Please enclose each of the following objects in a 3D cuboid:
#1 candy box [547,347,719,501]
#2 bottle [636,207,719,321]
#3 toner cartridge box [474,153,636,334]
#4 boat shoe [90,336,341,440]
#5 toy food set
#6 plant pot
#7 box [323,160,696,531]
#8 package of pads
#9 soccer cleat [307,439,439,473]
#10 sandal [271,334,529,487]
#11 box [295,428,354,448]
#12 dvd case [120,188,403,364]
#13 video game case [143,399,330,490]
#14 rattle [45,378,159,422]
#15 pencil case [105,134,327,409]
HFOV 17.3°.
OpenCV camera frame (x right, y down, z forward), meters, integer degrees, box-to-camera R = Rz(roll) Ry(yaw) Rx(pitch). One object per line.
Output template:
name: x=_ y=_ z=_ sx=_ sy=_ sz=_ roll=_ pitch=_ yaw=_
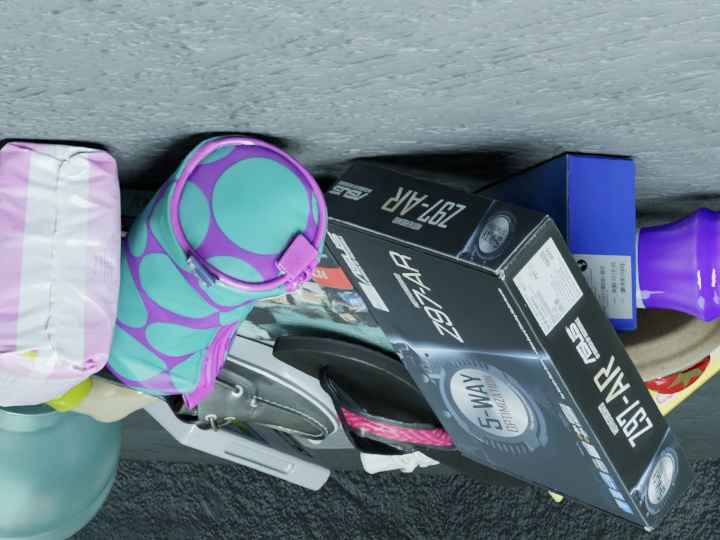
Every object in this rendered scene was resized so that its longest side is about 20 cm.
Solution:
candy box: x=0.202 y=0.078 z=1.570 sx=0.200 sy=0.026 sz=0.102 roll=-40 pitch=179 yaw=5
bottle: x=0.249 y=-0.005 z=1.366 sx=0.199 sy=0.084 sz=0.065 roll=-4 pitch=172 yaw=16
toner cartridge box: x=0.096 y=-0.002 z=1.352 sx=0.043 sy=0.096 sz=0.200 roll=5 pitch=170 yaw=-19
boat shoe: x=-0.101 y=0.068 z=1.459 sx=0.199 sy=0.057 sz=0.069 roll=25 pitch=155 yaw=-18
toy food set: x=0.140 y=0.037 z=1.514 sx=0.197 sy=0.049 sz=0.200 roll=-7 pitch=-156 yaw=-3
plant pot: x=-0.262 y=0.092 z=1.754 sx=0.199 sy=0.201 sz=0.134 roll=3 pitch=145 yaw=-20
box: x=0.076 y=0.039 z=1.266 sx=0.160 sy=0.044 sz=0.200 roll=19 pitch=149 yaw=49
package of pads: x=-0.181 y=0.007 z=1.307 sx=0.075 sy=0.121 sz=0.200 roll=7 pitch=170 yaw=-13
soccer cleat: x=0.050 y=0.104 z=1.559 sx=0.199 sy=0.087 sz=0.070 roll=14 pitch=159 yaw=30
sandal: x=0.027 y=0.097 z=1.443 sx=0.200 sy=0.045 sz=0.075 roll=35 pitch=158 yaw=-29
box: x=-0.003 y=0.084 z=1.912 sx=0.199 sy=0.106 sz=0.184 roll=-4 pitch=171 yaw=28
dvd case: x=-0.054 y=0.013 z=1.407 sx=0.145 sy=0.022 sz=0.200 roll=6 pitch=152 yaw=25
video game case: x=-0.133 y=0.077 z=1.681 sx=0.200 sy=0.022 sz=0.182 roll=40 pitch=-173 yaw=33
rattle: x=-0.137 y=-0.004 z=1.538 sx=0.130 sy=0.143 sz=0.200 roll=33 pitch=113 yaw=-30
pencil case: x=-0.085 y=0.004 z=1.278 sx=0.085 sy=0.093 sz=0.200 roll=-36 pitch=175 yaw=-26
